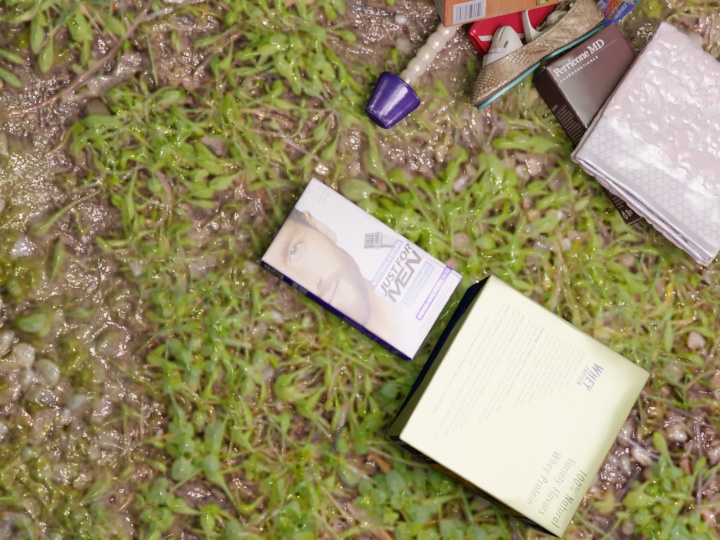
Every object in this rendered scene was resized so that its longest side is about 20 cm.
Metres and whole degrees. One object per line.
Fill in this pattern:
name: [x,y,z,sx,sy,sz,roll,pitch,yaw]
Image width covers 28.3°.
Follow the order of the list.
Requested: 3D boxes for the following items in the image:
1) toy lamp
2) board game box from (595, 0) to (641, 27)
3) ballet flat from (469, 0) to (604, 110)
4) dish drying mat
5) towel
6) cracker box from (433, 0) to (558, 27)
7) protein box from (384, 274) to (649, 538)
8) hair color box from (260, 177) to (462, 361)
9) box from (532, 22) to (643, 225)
toy lamp: [0.078,-0.245,1.598,0.058,0.058,0.201,39,83,-1]
board game box: [0.355,-0.361,1.597,0.200,0.135,0.035,-43,90,-8]
ballet flat: [0.186,-0.254,1.593,0.199,0.070,0.066,-36,100,-23]
dish drying mat: [0.200,-0.321,1.617,0.201,0.018,0.077,-51,128,-7]
towel: [0.356,-0.139,1.550,0.199,0.032,0.192,37,81,-3]
cracker box: [0.128,-0.369,1.572,0.132,0.058,0.202,-13,58,-6]
protein box: [0.164,0.146,1.531,0.199,0.135,0.200,31,82,-2]
hair color box: [0.000,0.000,1.566,0.199,0.065,0.110,33,83,0]
box: [0.293,-0.164,1.605,0.100,0.075,0.201,-34,87,-8]
